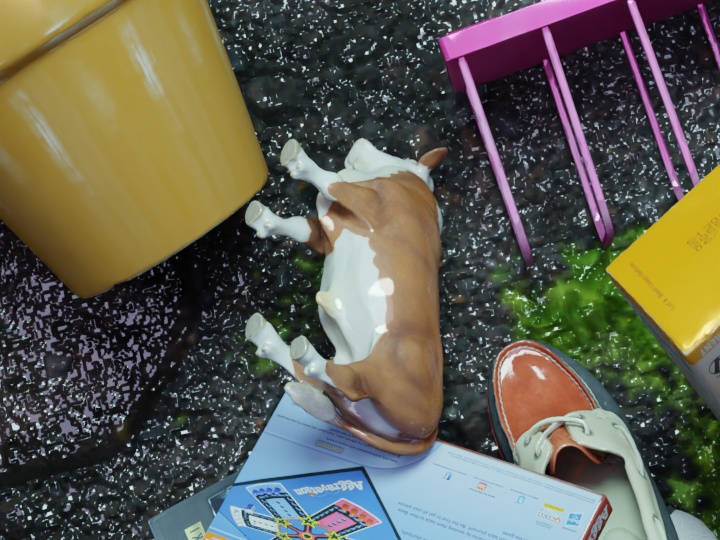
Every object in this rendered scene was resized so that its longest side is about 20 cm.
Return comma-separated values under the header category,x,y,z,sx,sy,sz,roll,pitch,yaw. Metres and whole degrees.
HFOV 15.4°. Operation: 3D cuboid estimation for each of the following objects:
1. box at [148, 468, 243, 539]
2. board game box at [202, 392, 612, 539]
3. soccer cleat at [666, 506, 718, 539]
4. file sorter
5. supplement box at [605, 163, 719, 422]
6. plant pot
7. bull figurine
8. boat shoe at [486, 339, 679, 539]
category,x,y,z,sx,sy,sz,roll,pitch,yaw
box,-0.008,0.181,1.405,0.157,0.051,0.201,-28,52,0
board game box,0.021,0.135,1.380,0.199,0.019,0.103,17,64,30
soccer cleat,0.127,0.218,1.426,0.086,0.070,0.200,42,89,15
file sorter,0.157,-0.090,1.412,0.199,0.139,0.126,-20,86,3
supplement box,0.224,0.023,1.367,0.126,0.200,0.074,-43,52,1
plant pot,-0.147,-0.095,1.420,0.199,0.200,0.184,-32,100,2
bull figurine,0.000,0.000,1.408,0.065,0.121,0.201,-38,46,40
boat shoe,0.118,0.111,1.406,0.071,0.063,0.201,-28,56,4
